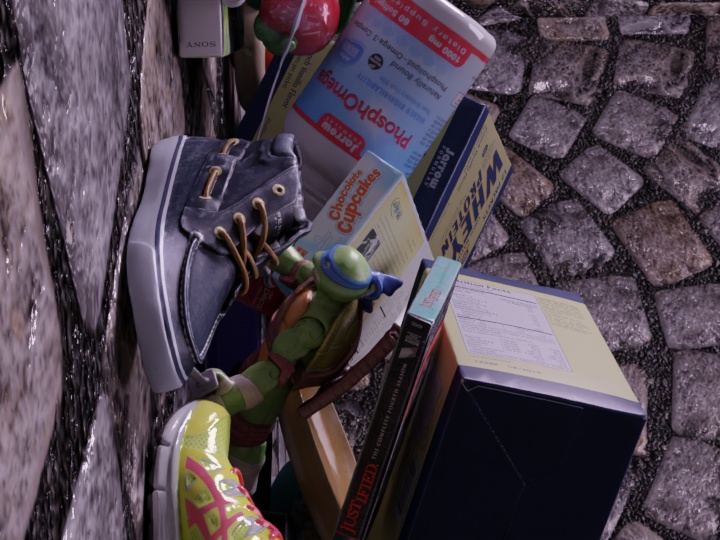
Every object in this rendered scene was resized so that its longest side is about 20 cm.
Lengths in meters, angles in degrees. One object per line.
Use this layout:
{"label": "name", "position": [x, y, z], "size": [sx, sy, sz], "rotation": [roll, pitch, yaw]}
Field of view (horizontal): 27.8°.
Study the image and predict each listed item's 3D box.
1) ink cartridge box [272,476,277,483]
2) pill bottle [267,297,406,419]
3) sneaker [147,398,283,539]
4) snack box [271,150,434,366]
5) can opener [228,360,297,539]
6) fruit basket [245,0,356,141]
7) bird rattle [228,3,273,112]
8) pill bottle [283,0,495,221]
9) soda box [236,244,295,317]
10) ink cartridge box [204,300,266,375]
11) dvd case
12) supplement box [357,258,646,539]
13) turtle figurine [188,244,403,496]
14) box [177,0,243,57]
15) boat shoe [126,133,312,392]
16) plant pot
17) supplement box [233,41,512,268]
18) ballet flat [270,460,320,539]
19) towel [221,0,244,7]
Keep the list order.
{"label": "ink cartridge box", "position": [-0.074, 0.283, 1.364], "size": [0.200, 0.085, 0.148], "rotation": [-116, -154, -87]}
{"label": "pill bottle", "position": [-0.043, 0.060, 1.317], "size": [0.200, 0.108, 0.110], "rotation": [132, -36, -50]}
{"label": "sneaker", "position": [-0.075, 0.159, 0.822], "size": [0.079, 0.089, 0.201], "rotation": [86, 0, -48]}
{"label": "snack box", "position": [0.000, 0.000, 1.114], "size": [0.117, 0.037, 0.200], "rotation": [-53, 161, -10]}
{"label": "can opener", "position": [-0.082, 0.165, 1.065], "size": [0.064, 0.078, 0.202], "rotation": [75, 11, -57]}
{"label": "fruit basket", "position": [-0.047, -0.223, 1.107], "size": [0.201, 0.093, 0.186], "rotation": [-71, -177, -45]}
{"label": "bird rattle", "position": [-0.098, -0.212, 1.410], "size": [0.163, 0.112, 0.202], "rotation": [-46, 149, -74]}
{"label": "pill bottle", "position": [0.009, -0.126, 1.135], "size": [0.201, 0.108, 0.109], "rotation": [-56, -174, 8]}
{"label": "soda box", "position": [-0.080, -0.024, 1.152], "size": [0.200, 0.070, 0.064], "rotation": [-87, -157, -79]}
{"label": "ink cartridge box", "position": [-0.099, 0.108, 1.185], "size": [0.200, 0.043, 0.200], "rotation": [-87, 177, -81]}
{"label": "dvd case", "position": [0.019, 0.101, 0.948], "size": [0.146, 0.022, 0.202], "rotation": [-55, 162, -72]}
{"label": "supplement box", "position": [0.092, 0.130, 1.063], "size": [0.200, 0.133, 0.202], "rotation": [-102, -153, -66]}
{"label": "turtle figurine", "position": [-0.086, 0.045, 0.963], "size": [0.144, 0.198, 0.195], "rotation": [60, -40, 39]}
{"label": "box", "position": [-0.109, -0.231, 1.061], "size": [0.200, 0.036, 0.146], "rotation": [-86, 175, -79]}
{"label": "boat shoe", "position": [-0.075, -0.016, 0.807], "size": [0.201, 0.090, 0.071], "rotation": [-93, 174, -51]}
{"label": "plant pot", "position": [-0.026, 0.155, 1.118], "size": [0.200, 0.027, 0.202], "rotation": [-22, 90, -86]}
{"label": "supplement box", "position": [0.015, -0.099, 1.348], "size": [0.135, 0.199, 0.200], "rotation": [-64, 163, -6]}
{"label": "ballet flat", "position": [-0.046, 0.220, 1.140], "size": [0.076, 0.064, 0.200], "rotation": [-53, -168, 18]}
{"label": "towel", "position": [-0.082, -0.260, 0.998], "size": [0.200, 0.024, 0.148], "rotation": [-94, -177, -76]}
